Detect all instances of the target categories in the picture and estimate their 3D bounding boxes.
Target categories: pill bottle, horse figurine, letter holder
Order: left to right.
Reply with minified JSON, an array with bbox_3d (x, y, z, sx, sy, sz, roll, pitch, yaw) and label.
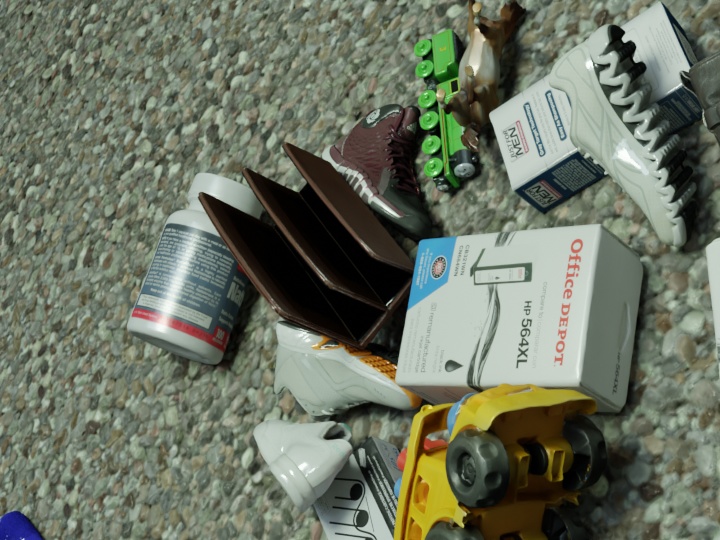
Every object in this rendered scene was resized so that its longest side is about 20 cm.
[{"bbox_3d":[-0.186,-0.004,1.374,0.118,0.119,0.203,8,74,43],"label":"pill bottle"},{"bbox_3d":[-0.058,-0.037,1.164,0.101,0.141,0.201,-51,49,15],"label":"letter holder"},{"bbox_3d":[0.121,-0.209,1.206,0.049,0.132,0.204,6,78,21],"label":"horse figurine"}]

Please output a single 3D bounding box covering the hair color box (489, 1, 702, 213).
[{"bbox_3d":[0.228,-0.153,1.120,0.198,0.060,0.101,-31,52,26],"label":"hair color box"}]

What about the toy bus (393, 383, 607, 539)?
[{"bbox_3d":[0.095,0.174,0.991,0.191,0.134,0.204,32,119,54],"label":"toy bus"}]

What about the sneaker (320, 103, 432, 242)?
[{"bbox_3d":[0.039,-0.121,1.268,0.116,0.075,0.200,-50,44,5],"label":"sneaker"}]

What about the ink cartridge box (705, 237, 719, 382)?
[{"bbox_3d":[0.349,0.065,0.879,0.144,0.084,0.203,-17,57,35],"label":"ink cartridge box"}]

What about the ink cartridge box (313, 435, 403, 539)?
[{"bbox_3d":[0.028,0.262,1.094,0.094,0.044,0.201,-45,46,17],"label":"ink cartridge box"}]

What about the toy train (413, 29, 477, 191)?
[{"bbox_3d":[0.094,-0.176,1.272,0.056,0.042,0.203,-17,57,22],"label":"toy train"}]

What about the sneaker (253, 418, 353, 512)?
[{"bbox_3d":[-0.050,0.179,1.169,0.088,0.076,0.200,-36,13,-8],"label":"sneaker"}]

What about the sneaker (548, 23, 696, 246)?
[{"bbox_3d":[0.235,-0.111,1.038,0.080,0.075,0.203,-25,90,33],"label":"sneaker"}]

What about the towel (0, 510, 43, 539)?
[{"bbox_3d":[-0.421,0.396,1.427,0.199,0.049,0.150,24,86,46],"label":"towel"}]

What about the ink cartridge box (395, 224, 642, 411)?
[{"bbox_3d":[0.143,0.045,1.066,0.198,0.084,0.149,-5,65,41],"label":"ink cartridge box"}]

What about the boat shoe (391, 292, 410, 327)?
[{"bbox_3d":[0.000,0.000,1.238,0.199,0.073,0.065,29,83,46],"label":"boat shoe"}]

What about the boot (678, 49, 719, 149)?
[{"bbox_3d":[0.359,-0.124,0.949,0.198,0.069,0.178,-16,76,38],"label":"boot"}]

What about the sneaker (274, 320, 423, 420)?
[{"bbox_3d":[-0.014,0.118,1.203,0.198,0.075,0.094,20,104,43],"label":"sneaker"}]
